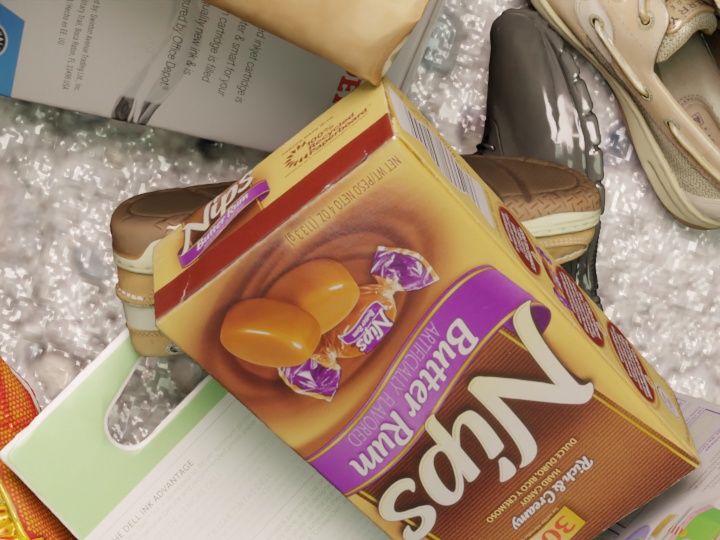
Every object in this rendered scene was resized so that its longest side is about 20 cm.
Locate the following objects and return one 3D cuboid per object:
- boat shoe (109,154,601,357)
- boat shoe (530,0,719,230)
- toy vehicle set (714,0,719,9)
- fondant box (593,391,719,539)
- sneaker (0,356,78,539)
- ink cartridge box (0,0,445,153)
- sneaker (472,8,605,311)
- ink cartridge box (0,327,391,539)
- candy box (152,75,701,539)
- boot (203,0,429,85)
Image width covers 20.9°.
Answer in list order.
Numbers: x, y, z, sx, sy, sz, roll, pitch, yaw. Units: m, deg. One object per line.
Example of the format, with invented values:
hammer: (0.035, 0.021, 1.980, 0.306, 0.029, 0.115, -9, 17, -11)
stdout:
boat shoe: (0.000, 0.000, 0.798, 0.198, 0.072, 0.077, -5, 108, -1)
boat shoe: (0.130, -0.111, 0.854, 0.072, 0.065, 0.201, -33, 99, -23)
toy vehicle set: (0.124, -0.210, 0.828, 0.026, 0.124, 0.201, -24, 97, 15)
fondant box: (0.129, 0.128, 0.800, 0.058, 0.200, 0.144, 44, 85, -8)
sneaker: (-0.152, 0.099, 0.813, 0.073, 0.077, 0.201, -31, 95, -6)
ink cartridge box: (-0.071, -0.131, 0.779, 0.198, 0.147, 0.086, 11, 51, -11)
sneaker: (0.063, -0.013, 0.852, 0.090, 0.076, 0.202, -4, 88, 0)
ink cartridge box: (-0.038, 0.102, 0.835, 0.146, 0.048, 0.200, -45, 97, -17)
candy box: (0.028, 0.034, 0.754, 0.116, 0.057, 0.200, -37, 121, 16)
boot: (-0.076, -0.110, 0.674, 0.199, 0.066, 0.176, 22, 101, -13)
